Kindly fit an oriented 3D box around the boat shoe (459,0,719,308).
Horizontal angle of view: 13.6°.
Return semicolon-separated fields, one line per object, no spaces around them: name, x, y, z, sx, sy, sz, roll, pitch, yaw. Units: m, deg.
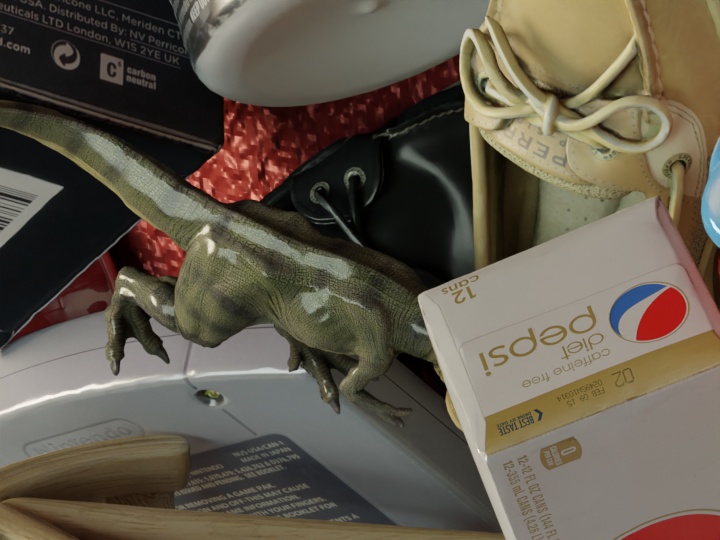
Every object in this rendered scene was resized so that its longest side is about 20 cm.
boat shoe;0.057;-0.019;0.794;0.073;0.063;0.201;31;145;25

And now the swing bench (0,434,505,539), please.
swing bench;-0.043;0.170;0.908;0.199;0.130;0.200;13;120;14

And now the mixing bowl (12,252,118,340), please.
mixing bowl;-0.181;0.044;1.088;0.200;0.108;0.201;15;113;41

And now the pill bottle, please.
pill bottle;-0.026;-0.157;0.857;0.106;0.106;0.201;-38;65;46

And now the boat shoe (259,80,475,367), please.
boat shoe;-0.001;-0.002;0.936;0.199;0.066;0.075;-27;86;47

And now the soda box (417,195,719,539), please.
soda box;0.078;0.080;0.776;0.064;0.068;0.200;-111;-1;-49

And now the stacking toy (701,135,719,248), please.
stacking toy;0.144;0.039;0.729;0.109;0.116;0.201;27;140;29

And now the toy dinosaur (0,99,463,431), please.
toy dinosaur;-0.032;0.005;0.831;0.199;0.048;0.088;26;155;7

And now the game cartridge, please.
game cartridge;-0.055;0.063;0.969;0.199;0.042;0.133;-16;132;39

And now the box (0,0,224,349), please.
box;-0.123;-0.101;0.927;0.148;0.107;0.201;-38;46;47
